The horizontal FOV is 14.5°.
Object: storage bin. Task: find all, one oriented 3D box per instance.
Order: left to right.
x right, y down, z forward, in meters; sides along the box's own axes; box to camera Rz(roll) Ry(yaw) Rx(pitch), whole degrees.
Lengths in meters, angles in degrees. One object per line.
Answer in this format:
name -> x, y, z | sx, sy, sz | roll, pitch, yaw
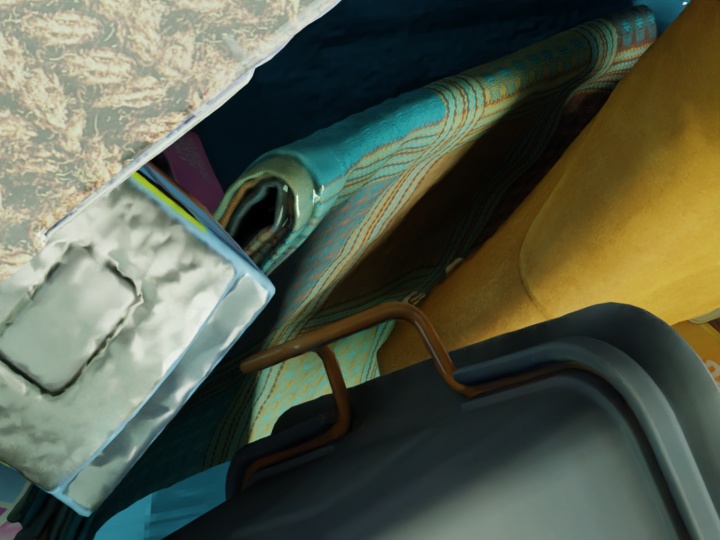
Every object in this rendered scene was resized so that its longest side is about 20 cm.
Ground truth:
storage bin -> -0.009, 0.093, 0.682 | 0.134, 0.146, 0.200 | -23, -179, -35

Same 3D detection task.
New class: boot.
boot -> 0.067, -0.005, 0.738 | 0.144, 0.071, 0.201 | -37, 171, -1

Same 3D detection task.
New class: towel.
towel -> 0.000, 0.000, 0.775 | 0.200, 0.022, 0.147 | -25, 156, -54

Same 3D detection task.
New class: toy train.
toy train -> -0.113, -0.035, 0.617 | 0.200, 0.114, 0.087 | 41, 89, -29

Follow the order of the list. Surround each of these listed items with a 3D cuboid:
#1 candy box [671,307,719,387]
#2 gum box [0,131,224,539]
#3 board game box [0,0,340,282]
candy box -> 0.131, 0.045, 0.823 | 0.115, 0.201, 0.055 | -24, 138, 1
gum box -> -0.129, 0.028, 0.783 | 0.113, 0.066, 0.200 | 19, 124, -41
board game box -> -0.049, -0.127, 0.536 | 0.159, 0.200, 0.097 | -37, 123, 15
